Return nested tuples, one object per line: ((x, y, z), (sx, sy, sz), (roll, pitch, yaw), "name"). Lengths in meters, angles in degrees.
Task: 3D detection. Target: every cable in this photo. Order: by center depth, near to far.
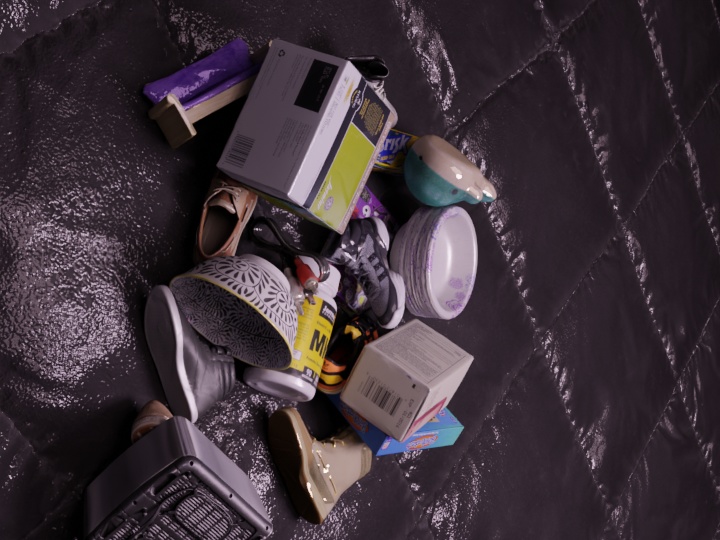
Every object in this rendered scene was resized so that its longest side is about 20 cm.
((-0.111, -0.021, 1.305), (0.050, 0.097, 0.201), (3, 45, -48), "cable")

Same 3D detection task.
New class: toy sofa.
((-0.206, -0.266, 1.268), (0.199, 0.083, 0.098), (-36, 104, -31), "toy sofa")

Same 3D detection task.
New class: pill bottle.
((-0.100, 0.087, 1.352), (0.114, 0.114, 0.202), (32, 64, -40), "pill bottle")

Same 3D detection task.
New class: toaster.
((-0.243, 0.308, 1.124), (0.180, 0.119, 0.200), (-40, 120, -1), "toaster")

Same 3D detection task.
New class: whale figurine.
((0.155, -0.157, 1.559), (0.199, 0.159, 0.104), (18, 116, -49), "whale figurine")

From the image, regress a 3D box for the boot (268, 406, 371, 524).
((-0.058, 0.277, 1.406), (0.155, 0.072, 0.202), (-34, 112, -42), "boot")

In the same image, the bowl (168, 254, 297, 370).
((-0.158, 0.040, 1.231), (0.201, 0.199, 0.095), (50, 56, -30), "bowl")

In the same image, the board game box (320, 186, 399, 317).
((-0.006, -0.036, 1.527), (0.120, 0.032, 0.201), (42, 58, -30), "board game box")

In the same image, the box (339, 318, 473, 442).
((0.077, 0.173, 1.431), (0.200, 0.127, 0.110), (-18, 138, -62), "box")

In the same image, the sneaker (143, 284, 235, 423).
((-0.236, 0.105, 1.244), (0.099, 0.070, 0.202), (-28, 112, -46), "sneaker")

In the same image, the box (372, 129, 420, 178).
((0.053, -0.210, 1.576), (0.199, 0.064, 0.071), (7, 85, -46), "box")

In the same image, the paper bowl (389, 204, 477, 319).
((0.126, -0.017, 1.590), (0.200, 0.103, 0.203), (-9, 101, -57), "paper bowl")

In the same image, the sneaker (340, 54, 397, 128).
((0.020, -0.301, 1.516), (0.200, 0.115, 0.077), (27, 67, -42), "sneaker")

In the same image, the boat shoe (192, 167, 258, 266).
((-0.193, -0.094, 1.286), (0.075, 0.072, 0.202), (11, 73, -4), "boat shoe")

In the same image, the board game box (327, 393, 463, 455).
((0.058, 0.234, 1.484), (0.199, 0.152, 0.045), (4, 123, -45), "board game box")

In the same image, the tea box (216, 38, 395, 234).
((-0.072, -0.186, 1.267), (0.202, 0.133, 0.197), (-65, 154, -5), "tea box")

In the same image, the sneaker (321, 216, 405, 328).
((0.000, 0.000, 1.441), (0.113, 0.075, 0.202), (7, 59, -38), "sneaker")

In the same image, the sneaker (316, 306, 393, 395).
((-0.003, 0.112, 1.439), (0.200, 0.070, 0.090), (-46, 159, -35), "sneaker")

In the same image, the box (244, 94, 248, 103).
((-0.101, -0.205, 1.429), (0.199, 0.046, 0.161), (9, 79, -45), "box")

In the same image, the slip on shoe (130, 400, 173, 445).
((-0.254, 0.266, 1.213), (0.061, 0.075, 0.201), (-106, 173, -60), "slip on shoe")
